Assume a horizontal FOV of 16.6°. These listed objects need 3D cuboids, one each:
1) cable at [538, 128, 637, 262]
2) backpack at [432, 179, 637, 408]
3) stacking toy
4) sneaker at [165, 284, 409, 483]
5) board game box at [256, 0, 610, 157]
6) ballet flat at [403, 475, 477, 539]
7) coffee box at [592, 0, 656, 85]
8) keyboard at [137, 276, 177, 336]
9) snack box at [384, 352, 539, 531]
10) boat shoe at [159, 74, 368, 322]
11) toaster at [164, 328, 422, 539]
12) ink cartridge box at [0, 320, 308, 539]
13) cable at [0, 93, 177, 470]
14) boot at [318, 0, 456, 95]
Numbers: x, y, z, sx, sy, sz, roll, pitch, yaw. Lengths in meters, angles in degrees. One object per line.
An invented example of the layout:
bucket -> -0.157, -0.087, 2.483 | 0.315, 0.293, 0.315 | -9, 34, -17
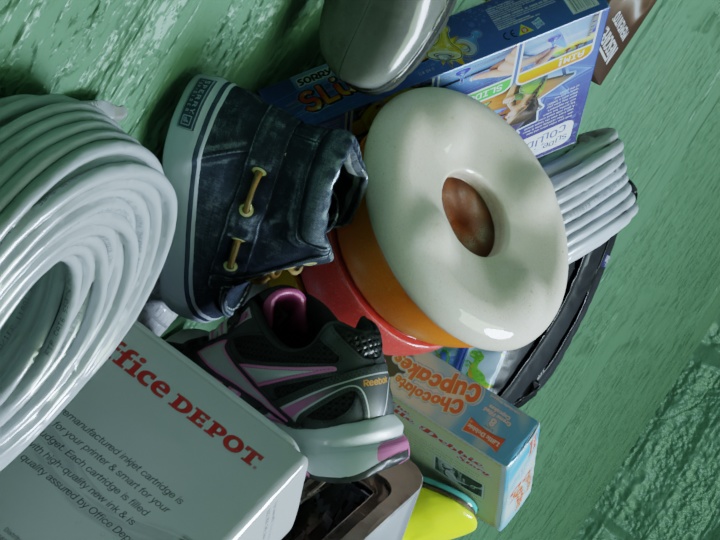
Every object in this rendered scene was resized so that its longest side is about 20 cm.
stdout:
cable -> 0.075, -0.022, 1.523 | 0.200, 0.069, 0.200 | -22, -175, 20
backpack -> 0.105, 0.011, 1.787 | 0.163, 0.153, 0.200 | -8, 108, -74
stacking toy -> 0.000, 0.000, 1.336 | 0.200, 0.146, 0.146 | -26, -172, 40
sneaker -> -0.047, 0.048, 1.275 | 0.080, 0.200, 0.087 | -11, 103, -44
board game box -> 0.036, -0.084, 1.366 | 0.200, 0.034, 0.135 | -22, 153, -17
ballet flat -> -0.028, 0.141, 1.485 | 0.067, 0.200, 0.067 | -62, 155, -23
coffee box -> 0.168, -0.228, 1.552 | 0.200, 0.080, 0.114 | -56, 165, 1
keyboard -> -0.120, 0.005, 1.271 | 0.056, 0.011, 0.200 | -55, 165, -5
snack box -> 0.012, 0.070, 1.454 | 0.037, 0.200, 0.116 | -52, 165, -19
boat shoe -> -0.049, -0.019, 1.259 | 0.200, 0.091, 0.071 | 93, 20, -62
toaster -> -0.079, 0.144, 1.364 | 0.200, 0.181, 0.119 | -35, 153, -52
ink cartridge box -> -0.143, 0.131, 1.187 | 0.200, 0.145, 0.084 | -45, 163, -29
cable -> -0.162, 0.018, 1.045 | 0.200, 0.069, 0.200 | -58, 165, 8
boot -> 0.011, -0.186, 1.205 | 0.131, 0.068, 0.200 | 2, 115, -65
